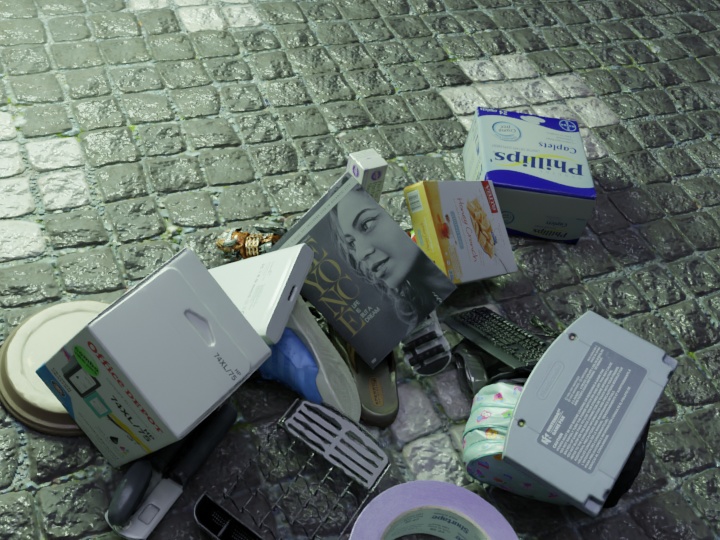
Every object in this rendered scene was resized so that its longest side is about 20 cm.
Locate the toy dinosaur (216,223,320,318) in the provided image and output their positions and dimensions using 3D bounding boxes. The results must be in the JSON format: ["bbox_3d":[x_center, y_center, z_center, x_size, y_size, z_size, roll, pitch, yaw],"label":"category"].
[{"bbox_3d":[-0.091,-0.001,1.089,0.199,0.136,0.102,25,49,21],"label":"toy dinosaur"}]

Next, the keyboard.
[{"bbox_3d":[0.203,0.081,1.063,0.126,0.021,0.200,-7,18,-21],"label":"keyboard"}]

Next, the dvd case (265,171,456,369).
[{"bbox_3d":[0.000,0.000,1.034,0.149,0.016,0.200,-44,88,3],"label":"dvd case"}]

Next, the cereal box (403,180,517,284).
[{"bbox_3d":[0.145,-0.054,1.162,0.199,0.039,0.145,-10,83,-52],"label":"cereal box"}]

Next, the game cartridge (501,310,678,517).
[{"bbox_3d":[0.246,0.149,0.907,0.133,0.041,0.201,32,71,14],"label":"game cartridge"}]

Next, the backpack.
[{"bbox_3d":[0.222,0.204,0.975,0.198,0.168,0.127,15,51,9],"label":"backpack"}]

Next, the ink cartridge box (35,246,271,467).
[{"bbox_3d":[-0.227,0.099,0.894,0.147,0.200,0.146,52,51,-6],"label":"ink cartridge box"}]

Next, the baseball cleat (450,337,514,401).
[{"bbox_3d":[0.203,0.157,1.079,0.106,0.070,0.200,-35,53,-30],"label":"baseball cleat"}]

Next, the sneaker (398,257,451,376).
[{"bbox_3d":[0.060,0.037,1.085,0.075,0.201,0.081,-19,7,11],"label":"sneaker"}]

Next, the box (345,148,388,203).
[{"bbox_3d":[-0.005,-0.074,1.139,0.041,0.201,0.039,-17,50,-30],"label":"box"}]

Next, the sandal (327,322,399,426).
[{"bbox_3d":[0.008,0.107,1.075,0.081,0.055,0.201,0,48,-14],"label":"sandal"}]

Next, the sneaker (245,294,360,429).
[{"bbox_3d":[-0.088,0.125,1.026,0.201,0.111,0.077,58,21,3],"label":"sneaker"}]

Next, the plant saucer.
[{"bbox_3d":[-0.342,0.109,1.006,0.198,0.030,0.201,7,46,-7],"label":"plant saucer"}]

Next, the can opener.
[{"bbox_3d":[-0.207,0.209,0.919,0.053,0.067,0.200,27,48,11],"label":"can opener"}]

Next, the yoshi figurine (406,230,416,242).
[{"bbox_3d":[0.069,-0.003,1.185,0.199,0.112,0.113,-18,94,-44],"label":"yoshi figurine"}]

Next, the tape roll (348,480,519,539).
[{"bbox_3d":[0.077,0.330,0.880,0.198,0.066,0.201,7,46,-7],"label":"tape roll"}]

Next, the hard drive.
[{"bbox_3d":[-0.153,0.041,1.009,0.026,0.199,0.133,44,51,-32],"label":"hard drive"}]

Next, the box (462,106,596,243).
[{"bbox_3d":[0.272,-0.159,1.352,0.182,0.105,0.201,7,47,-7],"label":"box"}]

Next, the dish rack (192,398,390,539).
[{"bbox_3d":[-0.067,0.239,0.910,0.153,0.055,0.200,32,65,16],"label":"dish rack"}]
